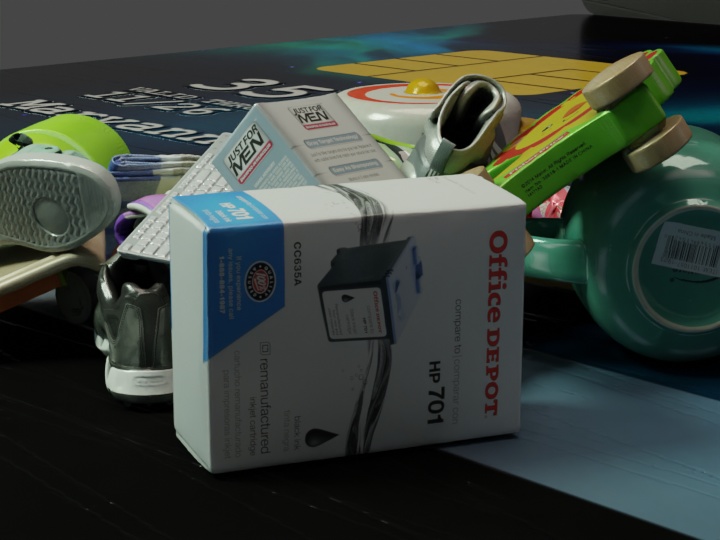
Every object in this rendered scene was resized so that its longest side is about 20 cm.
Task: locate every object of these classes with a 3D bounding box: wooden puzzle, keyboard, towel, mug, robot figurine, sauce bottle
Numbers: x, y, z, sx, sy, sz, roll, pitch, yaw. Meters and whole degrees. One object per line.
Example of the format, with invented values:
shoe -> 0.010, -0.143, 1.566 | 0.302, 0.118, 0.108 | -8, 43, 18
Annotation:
wooden puzzle -> -0.282, 0.011, 1.348 | 0.198, 0.038, 0.185 | -19, 15, -4
keyboard -> -0.103, -0.051, 1.261 | 0.056, 0.011, 0.200 | 5, 28, 16
towel -> -0.124, -0.051, 1.507 | 0.198, 0.024, 0.147 | -4, -31, -22
mug -> 0.204, -0.007, 1.253 | 0.184, 0.153, 0.114 | -34, 14, 6
robot figurine -> -0.265, -0.071, 1.597 | 0.174, 0.117, 0.200 | 10, 14, 7
sauce bottle -> -0.148, -0.002, 1.416 | 0.066, 0.067, 0.199 | 10, 22, 39

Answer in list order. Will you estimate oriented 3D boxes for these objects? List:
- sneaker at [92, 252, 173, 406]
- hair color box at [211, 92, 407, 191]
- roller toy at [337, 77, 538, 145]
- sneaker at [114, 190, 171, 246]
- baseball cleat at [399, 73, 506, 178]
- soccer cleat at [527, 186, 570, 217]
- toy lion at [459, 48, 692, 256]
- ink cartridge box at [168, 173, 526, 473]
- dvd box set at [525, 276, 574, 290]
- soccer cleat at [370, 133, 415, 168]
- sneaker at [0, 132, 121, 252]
sneaker -> -0.147, 0.022, 1.243 | 0.066, 0.091, 0.200 | -2, 13, -10
hair color box -> 0.000, -0.026, 1.248 | 0.200, 0.061, 0.099 | 51, 31, 15
roller toy -> 0.059, -0.105, 1.674 | 0.199, 0.141, 0.182 | 10, 17, 37
sneaker -> -0.125, -0.047, 1.342 | 0.113, 0.073, 0.200 | -5, 12, -10
baseball cleat -> 0.084, -0.104, 1.355 | 0.069, 0.107, 0.200 | 29, 29, -1
soccer cleat -> 0.187, -0.040, 1.536 | 0.076, 0.067, 0.200 | 16, 2, -19
toy lion -> 0.132, -0.081, 1.241 | 0.199, 0.069, 0.192 | -35, 8, 1
ink cartridge box -> -0.008, 0.028, 1.085 | 0.198, 0.148, 0.086 | -5, 15, -19
dvd box set -> 0.127, -0.016, 1.401 | 0.199, 0.030, 0.146 | 9, 11, -35
soccer cleat -> 0.027, -0.068, 1.456 | 0.198, 0.082, 0.068 | 16, -23, -8
sneaker -> -0.219, -0.066, 1.321 | 0.199, 0.074, 0.118 | -8, 24, 42
